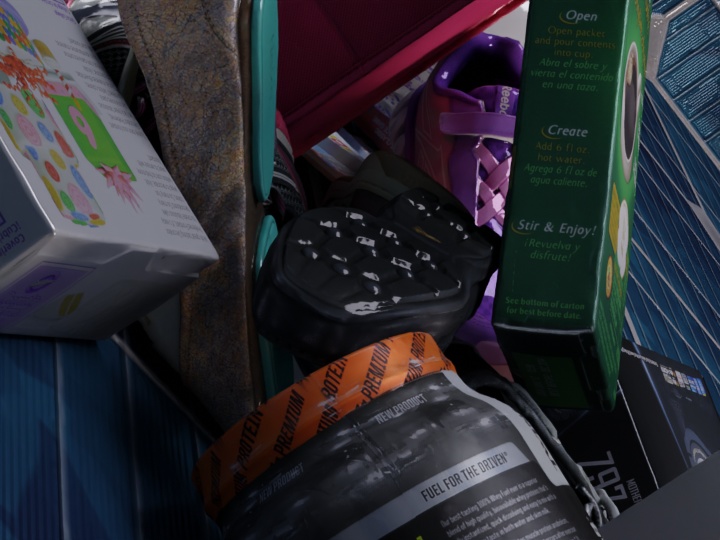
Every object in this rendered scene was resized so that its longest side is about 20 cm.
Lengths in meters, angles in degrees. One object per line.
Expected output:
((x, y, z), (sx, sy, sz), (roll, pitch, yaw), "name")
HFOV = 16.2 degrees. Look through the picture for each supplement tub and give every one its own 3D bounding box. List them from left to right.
((0.034, 0.128, 0.835), (0.200, 0.122, 0.123), (59, 13, 13), "supplement tub")

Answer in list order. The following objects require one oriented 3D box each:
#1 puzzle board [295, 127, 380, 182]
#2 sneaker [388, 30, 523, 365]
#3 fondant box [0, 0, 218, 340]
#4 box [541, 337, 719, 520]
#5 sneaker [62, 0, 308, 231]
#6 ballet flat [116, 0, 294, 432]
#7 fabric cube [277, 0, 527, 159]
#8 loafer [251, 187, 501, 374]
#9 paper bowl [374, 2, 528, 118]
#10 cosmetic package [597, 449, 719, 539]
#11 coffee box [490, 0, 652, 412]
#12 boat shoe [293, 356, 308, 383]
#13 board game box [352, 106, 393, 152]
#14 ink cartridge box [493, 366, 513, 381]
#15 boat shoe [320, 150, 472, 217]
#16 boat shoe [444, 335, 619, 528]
((0.033, -0.033, 1.382), (0.151, 0.017, 0.200), (42, 9, 15), "puzzle board")
((0.058, -0.044, 1.253), (0.080, 0.088, 0.200), (13, 45, -16), "sneaker")
((-0.142, -0.075, 0.853), (0.200, 0.058, 0.144), (57, 13, 12), "fondant box")
((0.150, 0.119, 1.225), (0.200, 0.044, 0.160), (22, 46, -66), "box")
((-0.071, -0.053, 1.006), (0.200, 0.081, 0.075), (37, 25, -56), "sneaker")
((-0.061, -0.019, 0.945), (0.068, 0.067, 0.200), (-69, 159, -71), "ballet flat")
((-0.033, -0.176, 1.179), (0.199, 0.200, 0.196), (57, 12, 2), "fabric cube")
((0.004, 0.016, 0.928), (0.068, 0.070, 0.201), (30, 13, 10), "loafer")
((0.048, -0.136, 1.464), (0.201, 0.104, 0.201), (37, 9, -7), "paper bowl")
((0.160, 0.203, 1.008), (0.200, 0.166, 0.167), (39, 21, -49), "cosmetic package")
((0.090, -0.053, 1.036), (0.123, 0.044, 0.200), (62, 34, -70), "coffee box")
((0.018, 0.056, 1.089), (0.200, 0.064, 0.071), (37, 23, -53), "boat shoe")
((0.048, -0.054, 1.435), (0.103, 0.019, 0.200), (33, 10, -42), "board game box")
((0.092, 0.103, 1.291), (0.174, 0.044, 0.200), (47, 15, -37), "ink cartridge box")
((0.000, 0.000, 1.123), (0.072, 0.065, 0.200), (41, -13, -1), "boat shoe")
((0.075, 0.111, 1.051), (0.068, 0.074, 0.199), (26, -34, 56), "boat shoe")
